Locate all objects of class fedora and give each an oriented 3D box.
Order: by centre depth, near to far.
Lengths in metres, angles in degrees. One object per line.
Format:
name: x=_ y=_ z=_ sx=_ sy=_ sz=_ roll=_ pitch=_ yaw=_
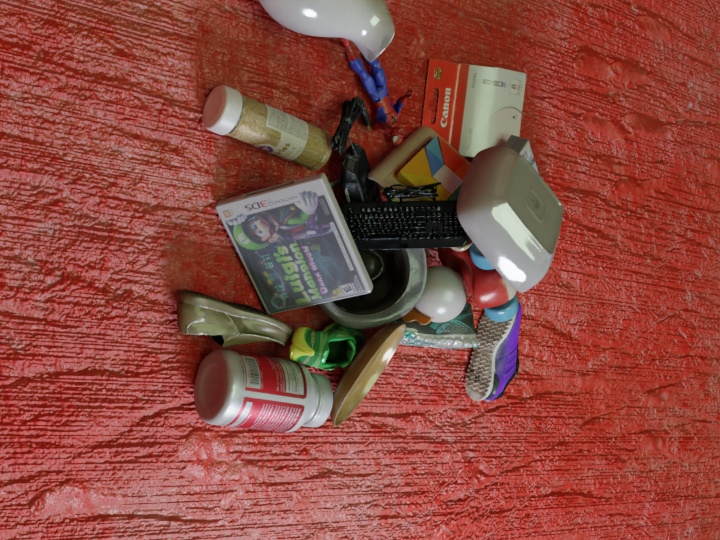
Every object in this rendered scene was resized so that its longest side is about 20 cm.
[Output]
fedora: x=0.000 y=0.000 z=1.586 sx=0.199 sy=0.090 sz=0.178 roll=-14 pitch=105 yaw=-25

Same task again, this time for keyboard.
keyboard: x=0.065 y=-0.087 z=1.508 sx=0.199 sy=0.040 sz=0.105 roll=-2 pitch=79 yaw=-5

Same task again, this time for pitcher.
pitcher: x=-0.053 y=-0.420 z=1.463 sx=0.199 sy=0.121 sz=0.172 roll=18 pitch=48 yaw=-32

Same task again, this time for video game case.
video game case: x=-0.098 y=-0.035 z=1.465 sx=0.023 sy=0.181 sz=0.201 roll=-66 pitch=138 yaw=-55

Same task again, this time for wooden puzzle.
wooden puzzle: x=0.134 y=-0.141 z=1.593 sx=0.200 sy=0.037 sz=0.185 roll=38 pitch=47 yaw=6

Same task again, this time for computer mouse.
computer mouse: x=-0.009 y=-0.178 z=1.575 sx=0.200 sy=0.046 sz=0.141 roll=66 pitch=31 yaw=-44

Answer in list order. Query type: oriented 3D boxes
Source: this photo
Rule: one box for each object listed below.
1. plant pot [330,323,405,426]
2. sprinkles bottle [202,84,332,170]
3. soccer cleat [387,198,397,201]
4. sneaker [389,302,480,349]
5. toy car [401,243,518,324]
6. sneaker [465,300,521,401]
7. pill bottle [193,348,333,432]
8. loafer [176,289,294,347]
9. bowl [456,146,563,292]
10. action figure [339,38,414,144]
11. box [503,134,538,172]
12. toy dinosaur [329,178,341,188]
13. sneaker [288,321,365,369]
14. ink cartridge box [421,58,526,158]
plant pot: x=0.007 y=0.164 z=1.596 sx=0.200 sy=0.027 sz=0.200 roll=-53 pitch=169 yaw=-16
sprinkles bottle: x=-0.136 y=-0.210 z=1.460 sx=0.199 sy=0.068 sz=0.069 roll=18 pitch=88 yaw=-38
soccer cleat: x=0.117 y=-0.147 z=1.674 sx=0.199 sy=0.065 sz=0.084 roll=0 pitch=81 yaw=-36
sneaker: x=0.127 y=0.089 z=1.724 sx=0.199 sy=0.077 sz=0.092 roll=8 pitch=77 yaw=-41
toy car: x=0.146 y=0.015 z=1.666 sx=0.199 sy=0.177 sz=0.185 roll=-28 pitch=140 yaw=-6
sneaker: x=0.264 y=0.150 z=1.835 sx=0.099 sy=0.069 sz=0.201 roll=18 pitch=91 yaw=-44
pill bottle: x=-0.144 y=0.188 z=1.500 sx=0.199 sy=0.112 sz=0.113 roll=14 pitch=90 yaw=-38
loafer: x=-0.193 y=0.083 z=1.473 sx=0.199 sy=0.076 sz=0.068 roll=20 pitch=90 yaw=-31
bowl: x=0.249 y=-0.091 z=1.556 sx=0.200 sy=0.074 sz=0.200 roll=47 pitch=43 yaw=-21
action figure: x=0.041 y=-0.289 z=1.564 sx=0.065 sy=0.099 sz=0.201 roll=-36 pitch=121 yaw=-26
box: x=0.267 y=-0.120 z=1.758 sx=0.156 sy=0.041 sz=0.200 roll=-54 pitch=144 yaw=-17
toy dinosaur: x=-0.088 y=-0.069 z=1.533 sx=0.201 sy=0.047 sz=0.088 roll=-68 pitch=154 yaw=-10
sneaker: x=-0.040 y=0.128 z=1.561 sx=0.200 sy=0.083 sz=0.074 roll=-4 pitch=114 yaw=-64
ink cartridge box: x=0.200 y=-0.277 z=1.715 sx=0.199 sy=0.057 sz=0.164 roll=0 pitch=99 yaw=-42
